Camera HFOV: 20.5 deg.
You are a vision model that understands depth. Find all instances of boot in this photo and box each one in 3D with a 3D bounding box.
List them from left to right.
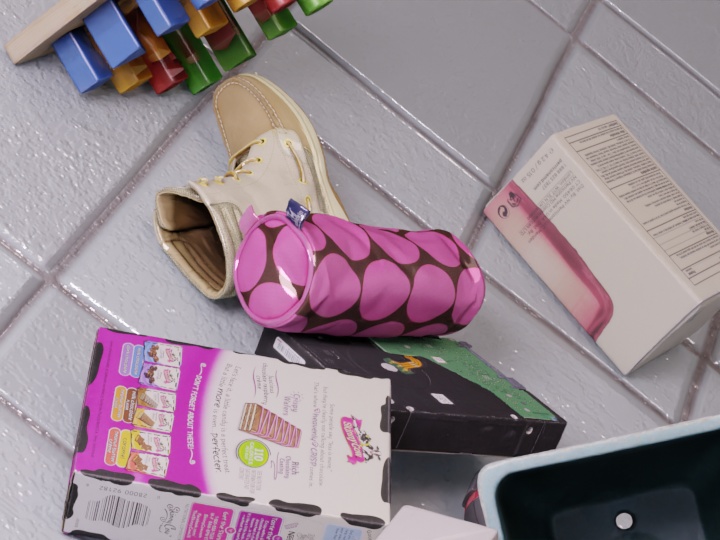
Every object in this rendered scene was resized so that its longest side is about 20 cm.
[{"bbox_3d":[-0.097,-0.067,1.522,0.155,0.072,0.200,-4,62,-48],"label":"boot"}]

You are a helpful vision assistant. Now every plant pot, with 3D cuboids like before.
[{"bbox_3d":[0.191,0.203,1.321,0.200,0.196,0.196,53,24,-84],"label":"plant pot"}]

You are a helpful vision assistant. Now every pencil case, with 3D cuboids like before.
[{"bbox_3d":[0.000,0.000,1.477,0.200,0.091,0.094,9,35,-47],"label":"pencil case"}]

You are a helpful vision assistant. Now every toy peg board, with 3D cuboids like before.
[{"bbox_3d":[-0.132,-0.201,1.546,0.098,0.200,0.199,58,34,-1],"label":"toy peg board"}]

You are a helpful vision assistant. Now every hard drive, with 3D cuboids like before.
[{"bbox_3d":[0.038,0.088,1.471,0.200,0.038,0.140,6,22,-41],"label":"hard drive"}]

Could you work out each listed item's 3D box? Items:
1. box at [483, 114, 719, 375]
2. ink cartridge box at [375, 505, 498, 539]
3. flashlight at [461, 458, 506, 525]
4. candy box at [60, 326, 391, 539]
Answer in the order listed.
[{"bbox_3d":[0.230,-0.025,1.778,0.200,0.109,0.128,51,34,13],"label":"box"},{"bbox_3d":[0.030,0.262,1.221,0.067,0.200,0.117,11,26,21],"label":"ink cartridge box"},{"bbox_3d":[0.086,0.215,1.395,0.068,0.068,0.200,5,32,17],"label":"flashlight"},{"bbox_3d":[-0.082,0.118,1.280,0.200,0.061,0.136,11,39,-7],"label":"candy box"}]
